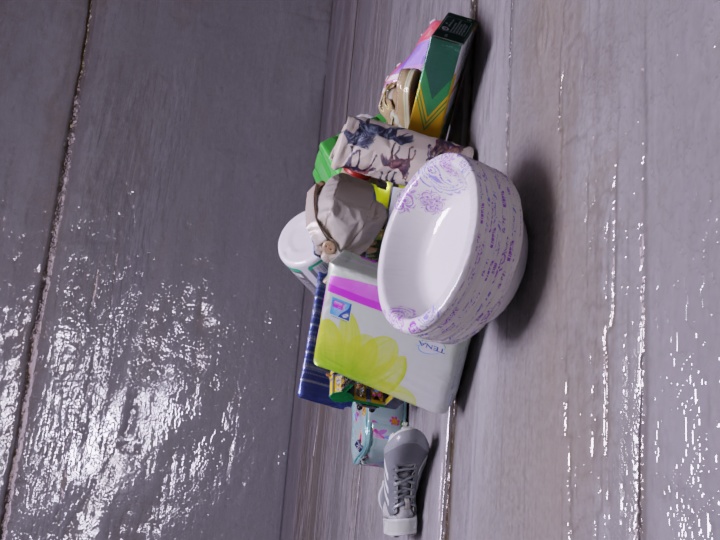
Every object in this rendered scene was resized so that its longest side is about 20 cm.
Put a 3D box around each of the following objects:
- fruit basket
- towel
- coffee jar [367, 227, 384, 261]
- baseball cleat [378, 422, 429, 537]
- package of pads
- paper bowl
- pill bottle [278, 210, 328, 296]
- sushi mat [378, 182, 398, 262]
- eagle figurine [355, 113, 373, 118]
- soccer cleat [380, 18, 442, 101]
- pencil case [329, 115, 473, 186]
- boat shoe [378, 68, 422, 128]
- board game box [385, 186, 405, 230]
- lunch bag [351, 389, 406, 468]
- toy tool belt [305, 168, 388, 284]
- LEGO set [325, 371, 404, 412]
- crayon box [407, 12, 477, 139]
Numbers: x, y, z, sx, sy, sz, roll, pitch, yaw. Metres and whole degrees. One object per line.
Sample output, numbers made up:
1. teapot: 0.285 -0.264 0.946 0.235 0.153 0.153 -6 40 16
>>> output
1. fruit basket: 0.042 -0.154 1.393 0.156 0.210 0.220 114 161 -59
2. towel: -0.044 0.119 1.353 0.023 0.144 0.205 0 75 36
3. coffee jar: 0.000 0.000 1.307 0.104 0.083 0.205 -179 88 -82
4. baseball cleat: 0.067 0.312 1.173 0.203 0.068 0.108 94 170 -46
5. package of pads: 0.043 0.081 1.053 0.068 0.196 0.158 -40 -35 -60
6. paper bowl: 0.109 -0.018 0.912 0.201 0.103 0.204 -43 37 45
7. pill bottle: -0.051 -0.006 1.432 0.200 0.111 0.115 51 -148 -48
8. sushi mat: 0.037 -0.028 1.212 0.096 0.012 0.205 47 -128 -81
9. eagle figurine: 0.025 -0.193 1.609 0.202 0.148 0.153 -78 12 -55
10. soccer cleat: 0.095 -0.310 1.325 0.201 0.066 0.078 -51 44 37
11. pencil case: 0.055 -0.156 1.145 0.090 0.195 0.079 107 177 -62
12. boat shoe: 0.061 -0.254 1.272 0.200 0.065 0.075 79 -149 -74
13. board game box: 0.061 -0.035 1.207 0.200 0.033 0.138 40 -121 -81
14. lunch bag: 0.026 0.232 1.396 0.161 0.075 0.204 117 160 -62
15. toy tool belt: -0.027 -0.070 1.188 0.201 0.122 0.125 -86 17 -63
16. LEGO set: 0.035 0.118 1.227 0.201 0.150 0.118 116 159 -54
17. crayon box: 0.113 -0.257 1.200 0.126 0.050 0.203 -61 -14 -56
